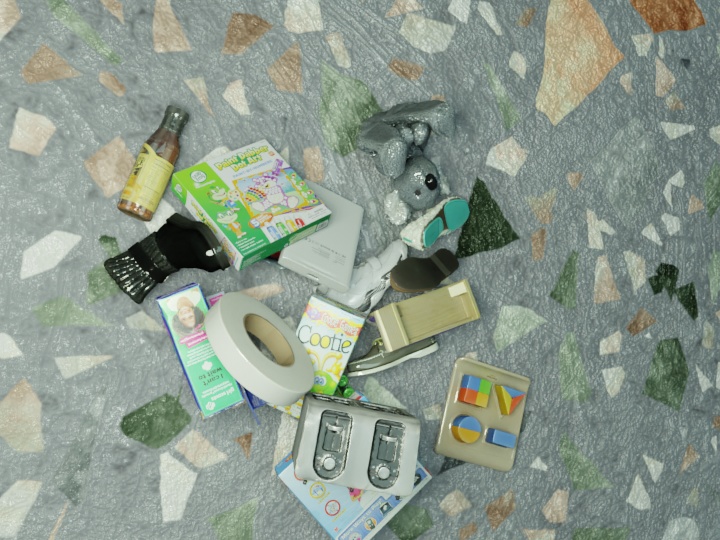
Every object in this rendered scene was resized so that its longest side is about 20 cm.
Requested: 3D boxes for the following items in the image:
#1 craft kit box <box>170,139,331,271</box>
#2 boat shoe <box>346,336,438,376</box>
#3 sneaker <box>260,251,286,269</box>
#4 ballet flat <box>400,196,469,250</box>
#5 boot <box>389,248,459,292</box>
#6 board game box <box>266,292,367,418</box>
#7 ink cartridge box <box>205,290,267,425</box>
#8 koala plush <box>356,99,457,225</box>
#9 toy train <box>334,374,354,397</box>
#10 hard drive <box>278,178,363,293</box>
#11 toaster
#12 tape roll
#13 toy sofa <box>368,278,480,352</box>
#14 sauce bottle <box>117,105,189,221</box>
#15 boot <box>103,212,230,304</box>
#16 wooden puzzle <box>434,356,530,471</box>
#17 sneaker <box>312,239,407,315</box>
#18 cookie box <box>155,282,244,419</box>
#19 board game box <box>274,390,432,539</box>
[{"bbox_3d":[-0.185,-0.119,1.164,0.199,0.049,0.198,-31,68,-36],"label":"craft kit box"},{"bbox_3d":[0.057,0.151,1.301,0.201,0.072,0.061,-17,92,-27],"label":"boat shoe"},{"bbox_3d":[-0.194,-0.065,1.188,0.199,0.096,0.080,23,116,-18],"label":"sneaker"},{"bbox_3d":[0.143,-0.099,1.337,0.200,0.071,0.072,-32,100,-47],"label":"ballet flat"},{"bbox_3d":[0.111,0.016,1.285,0.199,0.075,0.074,-17,68,-51],"label":"boot"},{"bbox_3d":[-0.074,0.153,1.196,0.104,0.103,0.201,23,92,2],"label":"board game box"},{"bbox_3d":[-0.198,0.143,1.122,0.042,0.120,0.201,-21,52,-12],"label":"ink cartridge box"},{"bbox_3d":[0.095,-0.202,1.303,0.177,0.183,0.201,-38,122,-18],"label":"koala plush"},{"bbox_3d":[-0.042,0.229,1.276,0.056,0.042,0.201,-29,98,-9],"label":"toy train"},{"bbox_3d":[-0.067,-0.065,1.231,0.131,0.027,0.201,25,47,-17],"label":"hard drive"},{"bbox_3d":[-0.011,0.268,1.063,0.179,0.200,0.120,12,84,-6],"label":"toaster"},{"bbox_3d":[-0.153,0.119,1.055,0.203,0.203,0.037,43,106,-14],"label":"tape roll"},{"bbox_3d":[0.120,0.087,1.284,0.199,0.097,0.083,-16,82,-34],"label":"toy sofa"},{"bbox_3d":[-0.351,-0.185,1.165,0.066,0.066,0.201,23,77,-18],"label":"sauce bottle"},{"bbox_3d":[-0.315,-0.009,1.103,0.158,0.211,0.080,-40,123,-22],"label":"boot"},{"bbox_3d":[0.257,0.296,1.382,0.184,0.046,0.201,19,81,-19],"label":"wooden puzzle"},{"bbox_3d":[0.000,0.000,1.282,0.115,0.075,0.200,40,78,-17],"label":"sneaker"},{"bbox_3d":[-0.268,0.126,1.124,0.075,0.171,0.201,-23,95,-16],"label":"cookie box"},{"bbox_3d":[-0.011,0.351,1.179,0.200,0.056,0.196,-41,99,-11],"label":"board game box"}]
